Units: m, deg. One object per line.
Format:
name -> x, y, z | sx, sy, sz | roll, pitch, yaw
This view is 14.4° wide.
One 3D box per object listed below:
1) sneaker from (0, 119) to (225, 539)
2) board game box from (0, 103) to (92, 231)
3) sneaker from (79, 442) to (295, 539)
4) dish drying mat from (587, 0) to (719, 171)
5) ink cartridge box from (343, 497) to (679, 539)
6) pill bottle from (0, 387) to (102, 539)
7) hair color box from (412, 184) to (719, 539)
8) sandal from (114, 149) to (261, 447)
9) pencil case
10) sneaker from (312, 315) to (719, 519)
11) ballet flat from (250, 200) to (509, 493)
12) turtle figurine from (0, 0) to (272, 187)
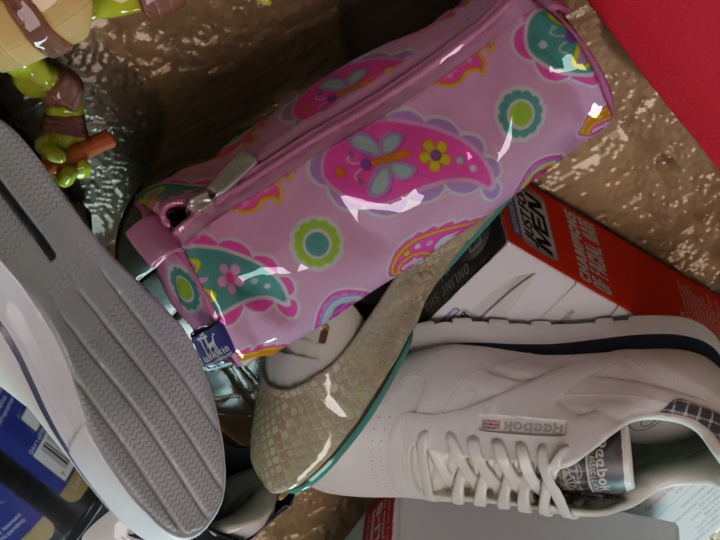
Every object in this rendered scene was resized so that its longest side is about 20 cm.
sneaker -> -0.126, 0.025, 1.145 | 0.071, 0.073, 0.200 | -16, 110, 47
board game box -> -0.231, -0.013, 1.236 | 0.200, 0.032, 0.120 | -26, 124, 13
sneaker -> -0.083, 0.144, 1.347 | 0.129, 0.080, 0.199 | -13, 119, 13
dish drying mat -> 0.163, -0.065, 1.147 | 0.200, 0.018, 0.077 | 50, 140, -7
ink cartridge box -> 0.047, 0.209, 1.340 | 0.145, 0.145, 0.200 | 12, 147, -16
pill bottle -> -0.201, 0.042, 1.197 | 0.112, 0.112, 0.200 | -34, 126, 19
hair color box -> 0.103, 0.046, 1.307 | 0.200, 0.064, 0.111 | 29, 121, -28
sandal -> -0.054, 0.008, 1.265 | 0.082, 0.055, 0.200 | -17, 142, 10
pencil case -> 0.003, -0.043, 1.150 | 0.200, 0.087, 0.088 | -32, 128, -6
sneaker -> 0.066, 0.071, 1.231 | 0.199, 0.081, 0.077 | -9, 131, 3
ballet flat -> 0.000, 0.000, 1.214 | 0.062, 0.067, 0.200 | 41, 76, -31
turtle figurine -> -0.120, -0.102, 1.140 | 0.161, 0.064, 0.200 | -23, 133, 11
